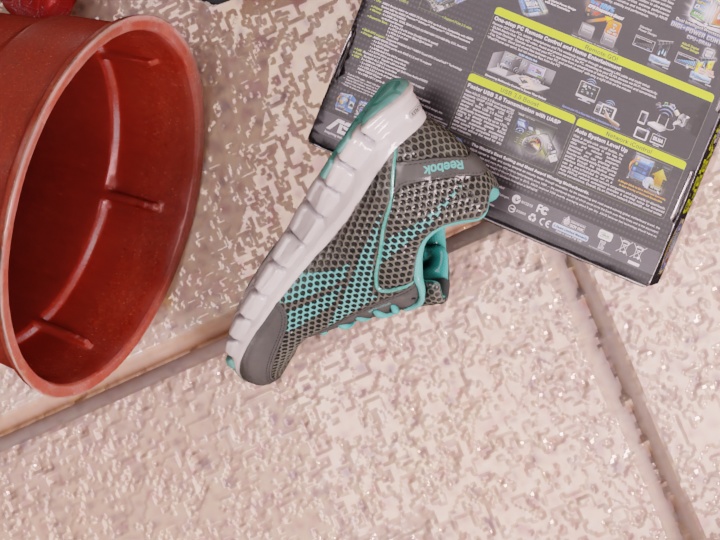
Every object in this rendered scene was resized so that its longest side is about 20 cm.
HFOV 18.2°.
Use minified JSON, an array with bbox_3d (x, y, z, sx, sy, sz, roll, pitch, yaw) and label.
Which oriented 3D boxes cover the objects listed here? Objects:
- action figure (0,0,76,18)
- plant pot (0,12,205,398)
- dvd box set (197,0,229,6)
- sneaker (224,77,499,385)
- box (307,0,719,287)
[{"bbox_3d":[-0.160,-0.204,1.219,0.065,0.052,0.201,26,109,38],"label":"action figure"},{"bbox_3d":[-0.214,-0.057,1.179,0.194,0.201,0.202,16,95,20],"label":"plant pot"},{"bbox_3d":[-0.044,-0.257,1.180,0.146,0.029,0.201,-17,78,21],"label":"dvd box set"},{"bbox_3d":[0.000,0.000,1.159,0.091,0.078,0.200,34,127,-1],"label":"sneaker"},{"bbox_3d":[0.093,-0.102,1.170,0.199,0.044,0.161,23,96,12],"label":"box"}]
